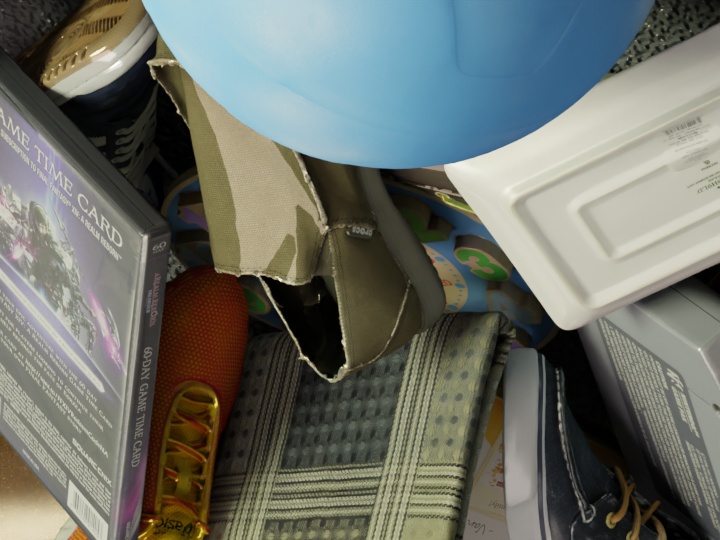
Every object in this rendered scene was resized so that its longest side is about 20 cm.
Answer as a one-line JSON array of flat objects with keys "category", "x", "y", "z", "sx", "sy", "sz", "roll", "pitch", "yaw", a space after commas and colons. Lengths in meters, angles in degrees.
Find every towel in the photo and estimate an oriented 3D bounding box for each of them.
[{"category": "towel", "x": -0.011, "y": 0.119, "z": 1.189, "sx": 0.034, "sy": 0.201, "sz": 0.192, "roll": 28, "pitch": 158, "yaw": -35}]

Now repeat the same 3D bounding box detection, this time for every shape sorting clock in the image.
[{"category": "shape sorting clock", "x": 0.000, "y": 0.000, "z": 1.219, "sx": 0.199, "sy": 0.039, "sz": 0.200, "roll": 15, "pitch": 152, "yaw": 8}]

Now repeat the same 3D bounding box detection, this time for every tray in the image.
[{"category": "tray", "x": 0.143, "y": -0.044, "z": 1.033, "sx": 0.199, "sy": 0.022, "sz": 0.108, "roll": -26, "pitch": 123, "yaw": 19}]

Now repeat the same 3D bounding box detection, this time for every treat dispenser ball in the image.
[{"category": "treat dispenser ball", "x": 0.013, "y": -0.137, "z": 0.907, "sx": 0.200, "sy": 0.202, "sz": 0.201, "roll": 17, "pitch": 145, "yaw": 13}]

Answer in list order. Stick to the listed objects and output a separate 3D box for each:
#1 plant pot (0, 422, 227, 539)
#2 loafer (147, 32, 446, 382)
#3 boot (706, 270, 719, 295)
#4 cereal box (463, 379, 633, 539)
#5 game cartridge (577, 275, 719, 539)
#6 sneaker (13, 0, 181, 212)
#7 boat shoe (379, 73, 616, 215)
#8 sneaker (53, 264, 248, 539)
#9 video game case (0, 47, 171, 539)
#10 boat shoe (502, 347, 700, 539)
[{"category": "plant pot", "x": -0.078, "y": 0.123, "z": 1.349, "sx": 0.199, "sy": 0.188, "sz": 0.187, "roll": -12, "pitch": 132, "yaw": 23}, {"category": "loafer", "x": -0.031, "y": -0.027, "z": 1.075, "sx": 0.075, "sy": 0.070, "sz": 0.200, "roll": 12, "pitch": 145, "yaw": 47}, {"category": "boot", "x": 0.212, "y": 0.053, "z": 1.161, "sx": 0.144, "sy": 0.071, "sz": 0.201, "roll": 35, "pitch": 148, "yaw": 3}, {"category": "cereal box", "x": 0.027, "y": 0.145, "z": 1.270, "sx": 0.143, "sy": 0.201, "sz": 0.040, "roll": 26, "pitch": -167, "yaw": -30}, {"category": "game cartridge", "x": 0.159, "y": 0.071, "z": 1.177, "sx": 0.133, "sy": 0.041, "sz": 0.201, "roll": 34, "pitch": 157, "yaw": 43}, {"category": "sneaker", "x": -0.115, "y": -0.062, "z": 1.200, "sx": 0.108, "sy": 0.070, "sz": 0.200, "roll": 42, "pitch": 149, "yaw": -15}, {"category": "boat shoe", "x": 0.055, "y": -0.053, "z": 1.104, "sx": 0.200, "sy": 0.072, "sz": 0.061, "roll": 11, "pitch": 139, "yaw": 16}, {"category": "sneaker", "x": -0.091, "y": 0.096, "z": 1.232, "sx": 0.073, "sy": 0.201, "sz": 0.077, "roll": 10, "pitch": -168, "yaw": -37}, {"category": "video game case", "x": -0.139, "y": 0.018, "z": 1.164, "sx": 0.143, "sy": 0.019, "sz": 0.201, "roll": 44, "pitch": 140, "yaw": 34}, {"category": "boat shoe", "x": 0.117, "y": 0.121, "z": 1.214, "sx": 0.090, "sy": 0.071, "sz": 0.201, "roll": -6, "pitch": 120, "yaw": 7}]
